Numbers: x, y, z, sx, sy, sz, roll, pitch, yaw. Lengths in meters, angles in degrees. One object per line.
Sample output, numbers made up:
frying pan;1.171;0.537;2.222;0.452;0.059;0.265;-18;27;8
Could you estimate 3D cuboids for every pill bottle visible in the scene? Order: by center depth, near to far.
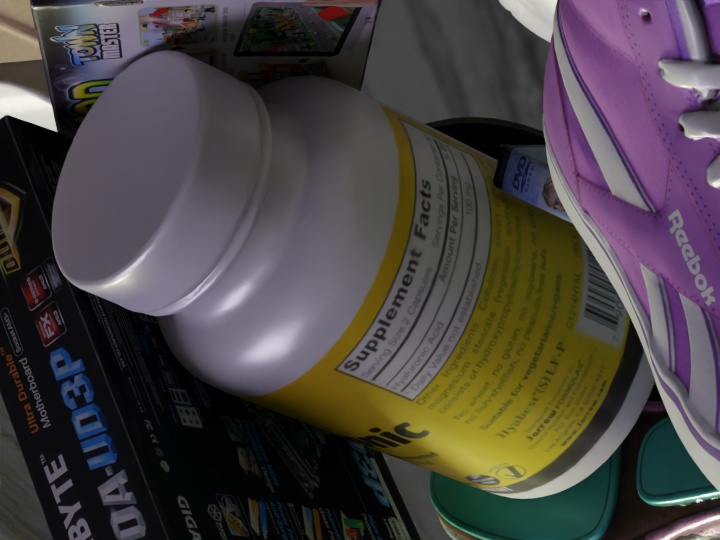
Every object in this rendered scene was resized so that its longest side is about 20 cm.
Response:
pill bottle;0.000;0.000;0.733;0.200;0.111;0.111;25;167;-35

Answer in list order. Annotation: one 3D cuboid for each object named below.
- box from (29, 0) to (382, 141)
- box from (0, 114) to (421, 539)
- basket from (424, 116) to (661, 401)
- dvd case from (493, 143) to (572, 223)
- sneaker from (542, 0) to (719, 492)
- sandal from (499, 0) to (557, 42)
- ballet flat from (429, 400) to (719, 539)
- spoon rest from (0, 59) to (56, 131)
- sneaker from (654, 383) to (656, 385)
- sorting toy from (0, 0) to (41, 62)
box;-0.054;-0.075;0.751;0.110;0.035;0.200;-4;166;-6
box;-0.058;0.050;0.767;0.159;0.046;0.200;17;-137;-55
basket;0.019;0.013;0.947;0.180;0.136;0.200;34;165;-24
dvd case;0.159;-0.003;0.687;0.143;0.018;0.200;-2;-159;-42
sneaker;0.099;-0.018;0.512;0.200;0.073;0.114;54;158;38
sandal;0.097;-0.090;0.640;0.059;0.079;0.207;13;166;36
ballet flat;0.112;0.079;0.778;0.071;0.069;0.200;28;150;-33
spoon rest;-0.143;-0.078;0.915;0.200;0.061;0.099;42;172;23
sneaker;0.166;0.044;0.790;0.200;0.077;0.085;1;110;33
sorting toy;-0.128;-0.040;0.999;0.200;0.036;0.185;29;127;28
